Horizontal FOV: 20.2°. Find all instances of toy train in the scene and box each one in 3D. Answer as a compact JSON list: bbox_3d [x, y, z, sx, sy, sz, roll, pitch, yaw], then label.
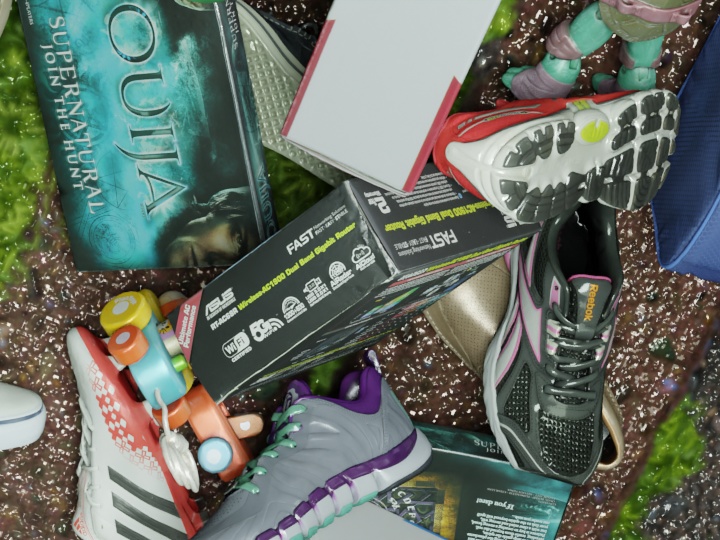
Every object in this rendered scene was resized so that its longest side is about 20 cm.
[{"bbox_3d":[-0.098,0.073,1.250,0.055,0.200,0.151,-29,86,1],"label":"toy train"}]

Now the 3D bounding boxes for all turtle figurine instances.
[{"bbox_3d":[0.166,-0.182,1.223,0.149,0.101,0.201,16,127,-9],"label":"turtle figurine"}]

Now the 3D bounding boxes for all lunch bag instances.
[{"bbox_3d":[0.271,-0.070,1.257,0.131,0.136,0.201,14,133,-12],"label":"lunch bag"}]

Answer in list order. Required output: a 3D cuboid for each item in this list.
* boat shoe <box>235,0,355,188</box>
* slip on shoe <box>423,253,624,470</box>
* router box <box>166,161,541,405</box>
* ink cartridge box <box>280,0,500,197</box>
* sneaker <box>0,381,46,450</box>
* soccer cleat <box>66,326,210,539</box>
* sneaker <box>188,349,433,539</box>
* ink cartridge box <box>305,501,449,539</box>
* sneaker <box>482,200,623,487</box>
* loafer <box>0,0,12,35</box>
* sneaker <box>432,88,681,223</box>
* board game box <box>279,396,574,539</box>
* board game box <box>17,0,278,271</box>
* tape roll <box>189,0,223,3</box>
[{"bbox_3d":[-0.049,-0.116,1.245,0.199,0.062,0.075,34,117,1],"label":"boat shoe"},{"bbox_3d":[0.106,0.055,1.329,0.076,0.061,0.200,-35,110,4],"label":"slip on shoe"},{"bbox_3d":[0.000,0.000,1.200,0.149,0.200,0.062,-35,81,29],"label":"router box"},{"bbox_3d":[0.035,-0.157,1.144,0.082,0.200,0.146,23,120,-1],"label":"ink cartridge box"},{"bbox_3d":[-0.291,0.062,1.261,0.198,0.073,0.071,12,109,-12],"label":"sneaker"},{"bbox_3d":[-0.157,0.131,1.310,0.085,0.069,0.201,-25,115,-5],"label":"soccer cleat"},{"bbox_3d":[-0.050,0.121,1.227,0.199,0.074,0.088,-26,89,-39],"label":"sneaker"},{"bbox_3d":[-0.018,0.256,1.335,0.145,0.085,0.201,25,119,-15],"label":"ink cartridge box"},{"bbox_3d":[0.126,0.032,1.265,0.080,0.086,0.202,2,78,-17],"label":"sneaker"},{"bbox_3d":[-0.264,-0.131,1.193,0.076,0.067,0.201,25,106,21],"label":"loafer"},{"bbox_3d":[0.120,-0.081,1.213,0.199,0.085,0.078,-7,115,-48],"label":"sneaker"},{"bbox_3d":[0.031,0.161,1.340,0.198,0.028,0.136,12,123,-6],"label":"board game box"},{"bbox_3d":[-0.128,-0.099,1.220,0.134,0.028,0.202,-2,111,23],"label":"board game box"},{"bbox_3d":[-0.084,-0.250,1.111,0.048,0.201,0.202,-8,113,28],"label":"tape roll"}]
